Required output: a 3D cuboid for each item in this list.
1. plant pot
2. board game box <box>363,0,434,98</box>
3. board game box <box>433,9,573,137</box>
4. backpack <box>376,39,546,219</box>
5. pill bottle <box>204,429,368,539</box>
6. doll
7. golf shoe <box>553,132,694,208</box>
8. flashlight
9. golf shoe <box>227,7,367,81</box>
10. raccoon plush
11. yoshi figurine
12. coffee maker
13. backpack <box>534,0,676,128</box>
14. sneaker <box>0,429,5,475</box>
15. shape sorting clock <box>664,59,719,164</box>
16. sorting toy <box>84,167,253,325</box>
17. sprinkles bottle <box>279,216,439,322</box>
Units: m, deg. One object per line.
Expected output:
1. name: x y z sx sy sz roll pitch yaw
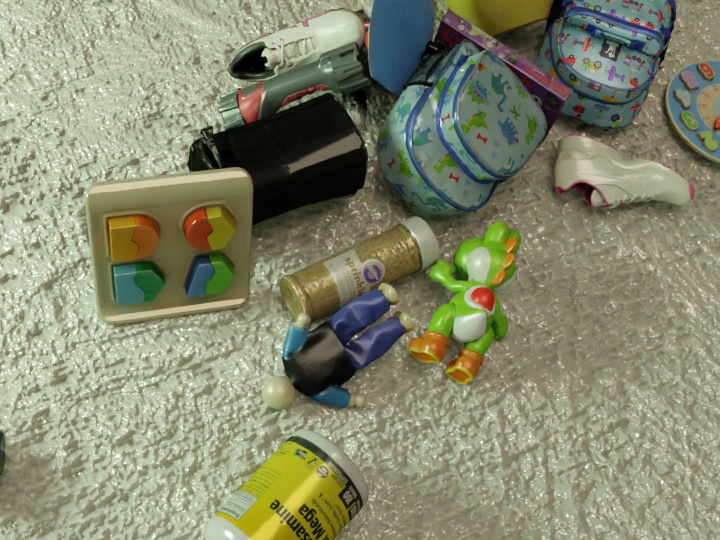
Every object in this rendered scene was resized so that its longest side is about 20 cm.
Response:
1. plant pot: 0.199 -0.412 1.535 0.199 0.200 0.143 -21 97 -20
2. board game box: 0.038 -0.311 1.395 0.039 0.200 0.159 12 87 25
3. board game box: 0.185 -0.262 1.479 0.200 0.120 0.032 35 61 8
4. backpack: 0.127 -0.176 1.385 0.183 0.147 0.200 46 65 -24
5. pill bottle: -0.092 0.276 1.154 0.112 0.113 0.200 40 63 10
6. doll: -0.029 0.102 1.282 0.200 0.048 0.137 -33 102 -17
7. golf shoe: 0.356 -0.116 1.476 0.199 0.075 0.092 19 77 1
8. flashlight: -0.083 -0.227 1.387 0.199 0.068 0.068 -17 89 13
9. golf shoe: -0.081 -0.283 1.404 0.092 0.199 0.073 -44 117 -52
10. raccoon plush: 0.032 -0.270 1.485 0.133 0.097 0.201 5 79 -19
11. yoshi figurine: 0.136 0.035 1.345 0.112 0.112 0.201 17 71 31
12. coffee maker: -0.096 -0.127 1.313 0.199 0.192 0.135 -23 89 -19
13. backpack: 0.343 -0.311 1.529 0.182 0.135 0.201 23 62 0
14. sneaker: -0.477 0.185 1.155 0.199 0.067 0.090 16 54 -3
15. shape sorting clock: 0.544 -0.233 1.582 0.199 0.039 0.201 5 63 -9
16. sorting toy: -0.214 -0.021 1.237 0.184 0.201 0.037 -8 43 -15
17. sprinkles bottle: 0.000 0.000 1.338 0.199 0.068 0.068 -25 71 -21
